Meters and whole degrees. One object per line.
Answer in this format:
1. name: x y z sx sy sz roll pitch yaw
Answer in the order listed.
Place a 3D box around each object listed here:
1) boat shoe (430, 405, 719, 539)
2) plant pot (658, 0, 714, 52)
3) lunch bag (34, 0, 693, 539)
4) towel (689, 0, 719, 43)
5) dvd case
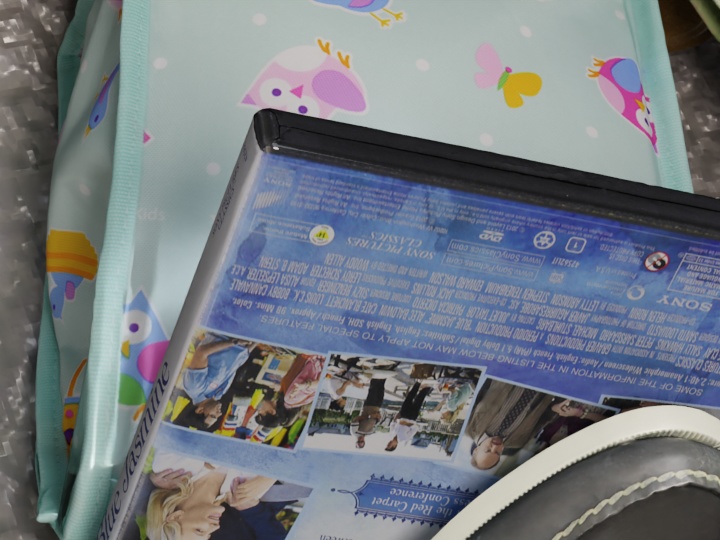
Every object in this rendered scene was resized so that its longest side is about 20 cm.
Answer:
1. boat shoe: 0.026 0.117 0.637 0.072 0.200 0.068 28 20 -38
2. plant pot: 0.094 -0.176 0.853 0.186 0.186 0.201 18 71 -9
3. lunch bag: 0.000 0.000 0.736 0.170 0.122 0.200 9 53 -15
4. towel: 0.168 -0.133 0.791 0.200 0.048 0.171 -48 121 -16
5. dvd case: 0.013 0.057 0.648 0.142 0.200 0.018 10 35 -19
